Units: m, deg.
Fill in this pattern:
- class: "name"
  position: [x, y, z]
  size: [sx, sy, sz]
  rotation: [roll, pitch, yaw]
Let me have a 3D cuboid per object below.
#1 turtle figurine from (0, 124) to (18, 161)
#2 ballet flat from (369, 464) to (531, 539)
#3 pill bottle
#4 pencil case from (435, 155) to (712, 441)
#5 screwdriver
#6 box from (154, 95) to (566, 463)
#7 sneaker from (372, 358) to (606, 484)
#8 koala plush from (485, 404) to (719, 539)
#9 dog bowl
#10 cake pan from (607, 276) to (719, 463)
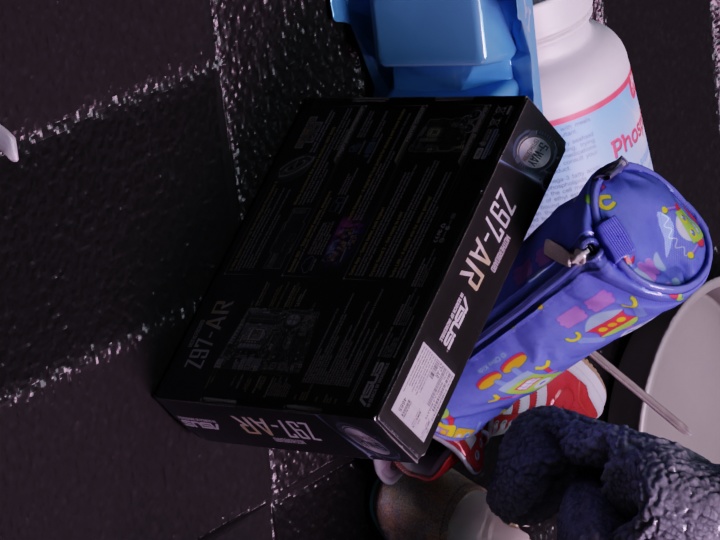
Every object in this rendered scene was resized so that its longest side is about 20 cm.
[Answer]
- class: "turtle figurine"
  position: [-0.249, -0.129, 1.168]
  size: [0.144, 0.200, 0.194]
  rotation: [-83, 160, -69]
- class: "ballet flat"
  position: [0.081, 0.168, 1.705]
  size: [0.200, 0.067, 0.068]
  rotation: [41, 62, -47]
- class: "pill bottle"
  position: [0.112, -0.078, 1.672]
  size: [0.109, 0.109, 0.200]
  rotation: [-42, 127, -41]
- class: "pencil case"
  position: [0.095, 0.018, 1.510]
  size: [0.087, 0.200, 0.078]
  rotation: [-10, 70, -44]
- class: "screwdriver"
  position: [0.110, 0.034, 1.651]
  size: [0.029, 0.200, 0.028]
  rotation: [-46, 173, 5]
- class: "box"
  position: [0.000, 0.000, 1.494]
  size: [0.044, 0.160, 0.200]
  rotation: [46, 59, -38]
- class: "sneaker"
  position: [0.070, 0.085, 1.661]
  size: [0.200, 0.071, 0.113]
  rotation: [29, 59, -43]
- class: "koala plush"
  position: [0.148, 0.197, 1.553]
  size: [0.177, 0.184, 0.200]
  rotation: [26, 83, -20]
- class: "dog bowl"
  position: [0.048, -0.110, 1.590]
  size: [0.050, 0.111, 0.200]
  rotation: [-39, 126, -59]
- class: "cake pan"
  position: [0.225, 0.101, 1.909]
  size: [0.200, 0.037, 0.201]
  rotation: [-11, 104, -51]
